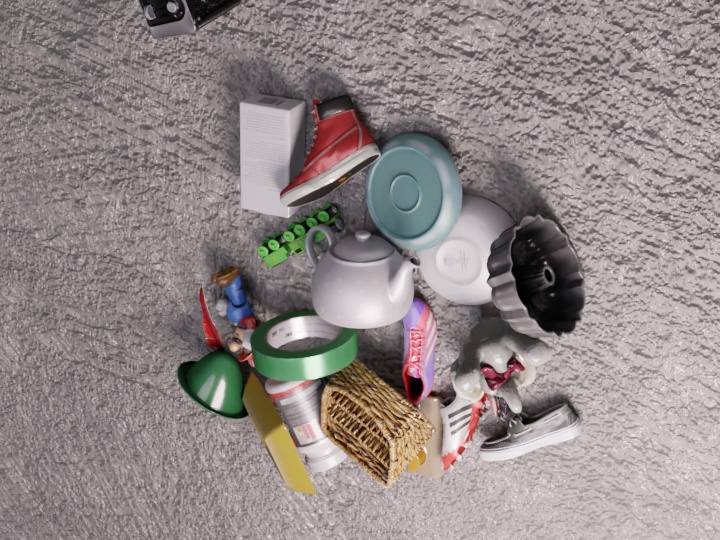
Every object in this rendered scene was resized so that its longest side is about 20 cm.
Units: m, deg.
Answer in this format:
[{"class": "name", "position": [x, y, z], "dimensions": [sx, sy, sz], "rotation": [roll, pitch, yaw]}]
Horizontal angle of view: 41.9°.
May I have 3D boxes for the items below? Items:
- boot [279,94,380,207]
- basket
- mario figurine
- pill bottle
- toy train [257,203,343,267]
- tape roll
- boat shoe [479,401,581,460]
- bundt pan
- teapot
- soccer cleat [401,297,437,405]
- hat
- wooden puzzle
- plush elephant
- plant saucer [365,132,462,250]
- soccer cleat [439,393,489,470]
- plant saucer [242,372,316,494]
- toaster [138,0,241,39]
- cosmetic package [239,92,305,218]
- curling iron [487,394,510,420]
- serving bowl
[{"class": "boot", "position": [-0.078, -0.210, 1.629], "dimensions": [0.199, 0.072, 0.145], "rotation": [-32, 81, 18]}, {"class": "basket", "position": [0.012, 0.274, 1.720], "dimensions": [0.200, 0.149, 0.143], "rotation": [37, 171, 33]}, {"class": "mario figurine", "position": [-0.245, 0.101, 1.848], "dimensions": [0.105, 0.123, 0.202], "rotation": [-19, 100, 18]}, {"class": "pill bottle", "position": [-0.100, 0.288, 1.865], "dimensions": [0.115, 0.116, 0.202], "rotation": [-17, 105, 30]}, {"class": "toy train", "position": [-0.112, -0.062, 1.754], "dimensions": [0.199, 0.042, 0.057], "rotation": [-26, 110, 32]}, {"class": "tape roll", "position": [-0.104, 0.135, 1.744], "dimensions": [0.198, 0.200, 0.049], "rotation": [4, 115, 24]}, {"class": "boat shoe", "position": [0.301, 0.287, 1.710], "dimensions": [0.198, 0.072, 0.072], "rotation": [-24, 94, 21]}, {"class": "bundt pan", "position": [0.276, 0.016, 1.520], "dimensions": [0.075, 0.202, 0.203], "rotation": [-20, 104, 45]}, {"class": "teapot", "position": [0.000, 0.000, 1.645], "dimensions": [0.197, 0.198, 0.148], "rotation": [-2, 112, -1]}, {"class": "soccer cleat", "position": [0.103, 0.150, 1.726], "dimensions": [0.066, 0.077, 0.202], "rotation": [6, 117, 20]}, {"class": "hat", "position": [-0.258, 0.174, 1.874], "dimensions": [0.177, 0.199, 0.166], "rotation": [-54, 44, 17]}, {"class": "wooden puzzle", "position": [0.065, 0.316, 1.841], "dimensions": [0.198, 0.046, 0.187], "rotation": [8, 116, 22]}, {"class": "plush elephant", "position": [0.237, 0.170, 1.613], "dimensions": [0.163, 0.200, 0.156], "rotation": [-25, 118, 1]}, {"class": "plant saucer", "position": [0.082, -0.132, 1.598], "dimensions": [0.199, 0.027, 0.203], "rotation": [8, 102, 37]}, {"class": "soccer cleat", "position": [0.180, 0.285, 1.765], "dimensions": [0.085, 0.068, 0.202], "rotation": [32, 122, 22]}, {"class": "plant saucer", "position": [-0.170, 0.331, 1.862], "dimensions": [0.048, 0.200, 0.201], "rotation": [-28, 124, -11]}, {"class": "toaster", "position": [-0.294, -0.501, 1.554], "dimensions": [0.118, 0.200, 0.182], "rotation": [-3, 120, 29]}, {"class": "cosmetic package", "position": [-0.157, -0.206, 1.687], "dimensions": [0.100, 0.071, 0.202], "rotation": [13, 118, 18]}, {"class": "curling iron", "position": [0.232, 0.176, 1.702], "dimensions": [0.025, 0.049, 0.202], "rotation": [-11, 102, 38]}, {"class": "serving bowl", "position": [0.178, -0.025, 1.616], "dimensions": [0.198, 0.066, 0.202], "rotation": [11, 117, 22]}]
